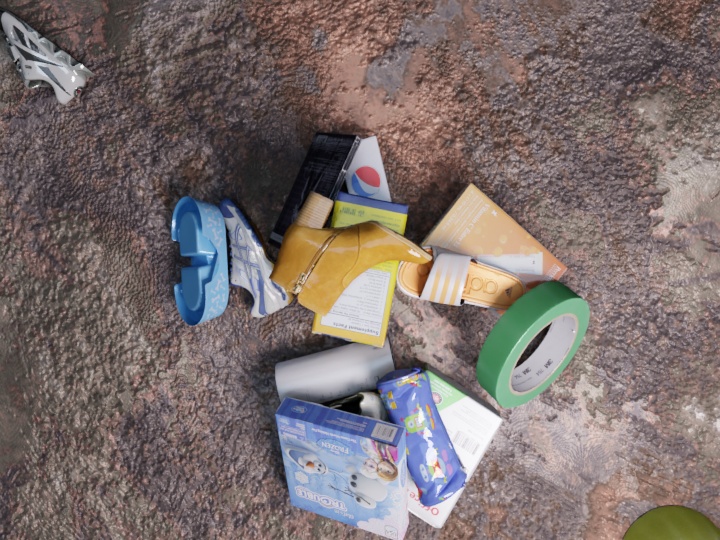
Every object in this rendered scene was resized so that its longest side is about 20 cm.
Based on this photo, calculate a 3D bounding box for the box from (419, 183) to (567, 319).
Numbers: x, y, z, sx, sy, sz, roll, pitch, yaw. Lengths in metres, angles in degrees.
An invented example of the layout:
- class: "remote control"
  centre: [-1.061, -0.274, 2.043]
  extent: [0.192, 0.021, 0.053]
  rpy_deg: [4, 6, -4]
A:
- class: "box"
  centre: [0.205, -0.022, 0.987]
  extent: [0.199, 0.097, 0.125]
  rpy_deg: [40, 92, 1]

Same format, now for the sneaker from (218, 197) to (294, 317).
- class: "sneaker"
  centre: [-0.191, -0.018, 1.014]
  extent: [0.087, 0.075, 0.203]
  rpy_deg: [-31, 89, 3]

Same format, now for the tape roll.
- class: "tape roll"
  centre: [0.264, 0.115, 0.944]
  extent: [0.202, 0.200, 0.048]
  rpy_deg: [-50, 50, 1]

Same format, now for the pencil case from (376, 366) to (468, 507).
- class: "pencil case"
  centre: [0.093, 0.242, 0.921]
  extent: [0.085, 0.078, 0.205]
  rpy_deg: [-23, 87, 10]

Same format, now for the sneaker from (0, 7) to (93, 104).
- class: "sneaker"
  centre: [-0.549, -0.355, 1.024]
  extent: [0.198, 0.074, 0.089]
  rpy_deg: [37, 90, 2]

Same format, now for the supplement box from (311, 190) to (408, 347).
- class: "supplement box"
  centre: [0.000, 0.000, 0.921]
  extent: [0.105, 0.110, 0.207]
  rpy_deg: [11, 87, 1]

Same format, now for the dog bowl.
- class: "dog bowl"
  centre: [-0.259, -0.016, 1.006]
  extent: [0.049, 0.110, 0.207]
  rpy_deg: [-3, 90, -42]

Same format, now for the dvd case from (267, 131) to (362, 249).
- class: "dvd case"
  centre: [-0.075, -0.120, 0.976]
  extent: [0.016, 0.148, 0.205]
  rpy_deg: [25, 89, -32]

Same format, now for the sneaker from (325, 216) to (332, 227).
- class: "sneaker"
  centre: [-0.061, 0.016, 1.018]
  extent: [0.112, 0.074, 0.207]
  rpy_deg: [-5, 89, 11]

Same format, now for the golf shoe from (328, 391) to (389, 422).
- class: "golf shoe"
  centre: [-0.044, 0.242, 0.983]
  extent: [0.197, 0.097, 0.080]
  rpy_deg: [-33, 47, 19]

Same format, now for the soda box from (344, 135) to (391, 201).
- class: "soda box"
  centre: [0.018, -0.108, 1.010]
  extent: [0.066, 0.064, 0.206]
  rpy_deg: [-13, 90, 2]

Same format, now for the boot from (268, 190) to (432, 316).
- class: "boot"
  centre: [-0.016, -0.003, 0.839]
  extent: [0.197, 0.071, 0.147]
  rpy_deg: [24, 94, 5]

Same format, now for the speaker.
- class: "speaker"
  centre: [-0.039, 0.168, 1.008]
  extent: [0.194, 0.081, 0.084]
  rpy_deg: [-15, 90, 3]

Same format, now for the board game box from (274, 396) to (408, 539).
- class: "board game box"
  centre: [-0.025, 0.302, 0.938]
  extent: [0.194, 0.044, 0.204]
  rpy_deg: [9, 124, 22]

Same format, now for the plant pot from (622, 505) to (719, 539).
- class: "plant pot"
  centre: [0.517, 0.488, 0.931]
  extent: [0.181, 0.200, 0.194]
  rpy_deg: [0, 91, 2]

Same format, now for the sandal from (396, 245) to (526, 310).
- class: "sandal"
  centre: [0.154, 0.013, 0.901]
  extent: [0.200, 0.059, 0.082]
  rpy_deg: [10, 91, -6]

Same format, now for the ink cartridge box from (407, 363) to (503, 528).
- class: "ink cartridge box"
  centre: [0.116, 0.279, 1.001]
  extent: [0.144, 0.084, 0.203]
  rpy_deg: [31, 92, 3]
